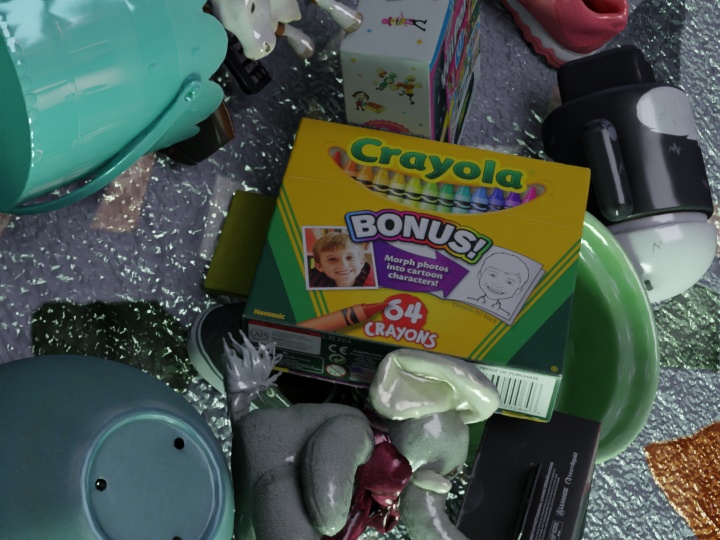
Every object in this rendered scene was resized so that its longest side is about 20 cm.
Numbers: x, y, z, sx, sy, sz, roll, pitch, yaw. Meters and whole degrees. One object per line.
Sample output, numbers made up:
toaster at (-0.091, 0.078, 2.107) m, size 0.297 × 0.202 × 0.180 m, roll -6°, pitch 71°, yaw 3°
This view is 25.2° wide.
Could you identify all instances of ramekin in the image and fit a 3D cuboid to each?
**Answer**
ramekin at (0.115, 0.052, 1.182) m, size 0.199 × 0.098 × 0.201 m, roll 13°, pitch 67°, yaw -34°

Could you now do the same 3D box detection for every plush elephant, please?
plush elephant at (0.004, 0.128, 0.965) m, size 0.154 × 0.165 × 0.201 m, roll -4°, pitch 67°, yaw -13°

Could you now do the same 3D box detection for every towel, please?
towel at (0.000, 0.000, 1.092) m, size 0.199 × 0.018 × 0.086 m, roll 12°, pitch 57°, yaw 8°

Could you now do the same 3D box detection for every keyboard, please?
keyboard at (-0.116, -0.213, 1.097) m, size 0.200 × 0.040 × 0.104 m, roll 56°, pitch 7°, yaw -10°

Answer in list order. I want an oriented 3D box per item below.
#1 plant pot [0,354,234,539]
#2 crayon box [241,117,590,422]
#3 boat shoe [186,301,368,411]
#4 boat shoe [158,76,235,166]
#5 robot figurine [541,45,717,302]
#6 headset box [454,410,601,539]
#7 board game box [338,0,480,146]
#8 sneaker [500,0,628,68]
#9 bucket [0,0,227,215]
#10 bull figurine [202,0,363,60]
plant pot at (-0.151, 0.137, 0.928) m, size 0.200 × 0.135 × 0.201 m, roll 12°, pitch 68°, yaw -34°
crayon box at (0.039, -0.005, 1.042) m, size 0.199 × 0.058 × 0.173 m, roll 11°, pitch 53°, yaw 4°
boat shoe at (-0.029, 0.090, 1.086) m, size 0.200 × 0.057 × 0.069 m, roll 38°, pitch 56°, yaw -21°
boat shoe at (-0.146, -0.167, 1.074) m, size 0.200 × 0.076 × 0.074 m, roll 56°, pitch 38°, yaw -12°
robot figurine at (0.211, -0.072, 1.282) m, size 0.150 × 0.125 × 0.201 m, roll -3°, pitch 77°, yaw -32°
headset box at (0.103, 0.190, 1.064) m, size 0.077 × 0.200 × 0.149 m, roll 13°, pitch 59°, yaw 11°
board game box at (0.039, -0.144, 1.130) m, size 0.064 × 0.200 × 0.148 m, roll 11°, pitch 61°, yaw 11°
sneaker at (0.139, -0.250, 1.307) m, size 0.200 × 0.087 × 0.074 m, roll 35°, pitch 56°, yaw -23°
bucket at (-0.194, -0.139, 0.947) m, size 0.135 × 0.207 × 0.208 m, roll -30°, pitch 94°, yaw -36°
bull figurine at (-0.072, -0.188, 1.008) m, size 0.121 × 0.065 × 0.200 m, roll 32°, pitch 17°, yaw -44°
